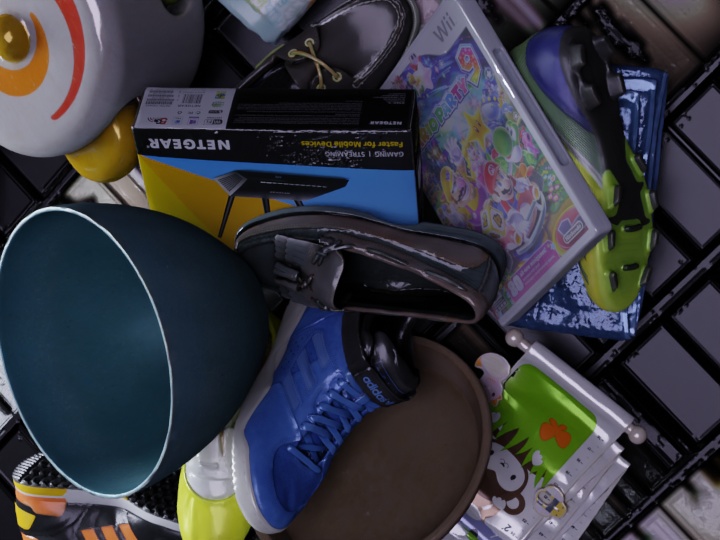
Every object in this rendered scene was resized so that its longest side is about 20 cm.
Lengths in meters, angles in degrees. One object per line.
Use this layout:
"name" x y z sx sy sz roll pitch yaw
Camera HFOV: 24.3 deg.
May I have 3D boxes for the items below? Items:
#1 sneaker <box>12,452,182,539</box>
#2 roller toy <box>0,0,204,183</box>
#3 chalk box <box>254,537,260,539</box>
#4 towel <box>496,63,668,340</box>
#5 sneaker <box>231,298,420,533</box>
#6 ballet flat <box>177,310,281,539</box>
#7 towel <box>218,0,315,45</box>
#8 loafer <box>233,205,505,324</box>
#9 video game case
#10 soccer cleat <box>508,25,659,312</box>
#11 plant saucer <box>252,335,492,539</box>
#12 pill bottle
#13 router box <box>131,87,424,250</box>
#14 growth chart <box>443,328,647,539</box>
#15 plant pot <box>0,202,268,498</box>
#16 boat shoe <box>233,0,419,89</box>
"sneaker" -0.184 0.207 1.339 0.199 0.070 0.091 11 115 15
"roller toy" -0.222 -0.180 1.236 0.182 0.140 0.201 21 117 24
"chalk box" -0.026 0.291 1.267 0.124 0.124 0.200 -43 83 17
"towel" 0.158 -0.050 1.207 0.111 0.049 0.201 7 99 16
"sneaker" -0.018 0.094 1.207 0.111 0.201 0.077 -10 136 36
"ballet flat" -0.098 0.114 1.242 0.066 0.067 0.201 7 61 16
"towel" -0.081 -0.296 1.247 0.200 0.048 0.171 44 107 7
"loafer" 0.000 0.000 1.174 0.199 0.063 0.072 3 132 14
"video game case" 0.087 -0.078 1.178 0.201 0.018 0.143 61 146 15
"soccer cleat" 0.152 -0.070 1.160 0.083 0.065 0.201 -5 100 47
"plant saucer" 0.007 0.139 1.232 0.199 0.030 0.201 -15 51 19
"pill bottle" -0.189 0.063 1.291 0.110 0.111 0.201 -22 90 18
"router box" -0.054 -0.061 1.214 0.199 0.051 0.150 1 135 8
"growth chart" 0.121 0.152 1.248 0.144 0.018 0.201 30 114 11
"plant pot" -0.143 0.043 1.165 0.199 0.134 0.201 16 112 43
"boat shoe" -0.040 -0.138 1.247 0.201 0.061 0.072 -40 85 17
